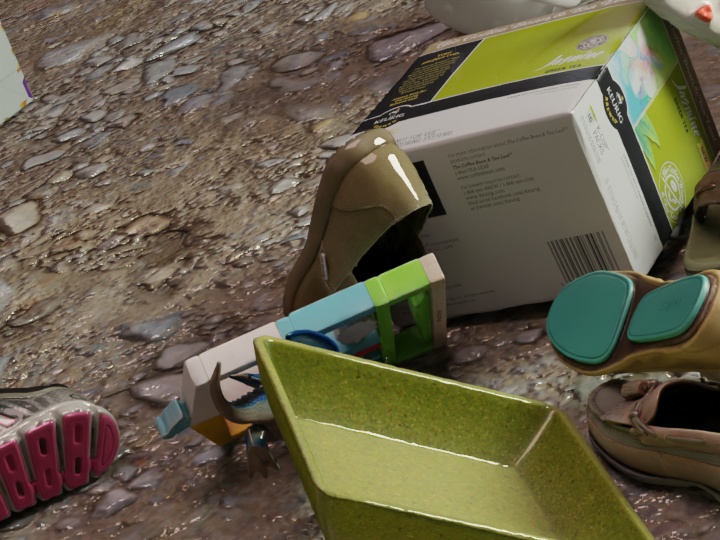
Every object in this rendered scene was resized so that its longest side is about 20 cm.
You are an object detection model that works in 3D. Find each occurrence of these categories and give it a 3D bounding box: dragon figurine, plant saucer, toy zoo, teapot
[{"bbox_3d":[-0.039,0.076,1.254,0.059,0.199,0.100,-35,47,27],"label":"dragon figurine"},{"bbox_3d":[0.043,0.114,1.124,0.198,0.048,0.200,14,18,-18],"label":"plant saucer"},{"bbox_3d":[-0.039,0.059,1.329,0.198,0.021,0.131,-24,-20,-5],"label":"toy zoo"},{"bbox_3d":[0.149,-0.285,1.835,0.145,0.198,0.201,22,68,5],"label":"teapot"}]

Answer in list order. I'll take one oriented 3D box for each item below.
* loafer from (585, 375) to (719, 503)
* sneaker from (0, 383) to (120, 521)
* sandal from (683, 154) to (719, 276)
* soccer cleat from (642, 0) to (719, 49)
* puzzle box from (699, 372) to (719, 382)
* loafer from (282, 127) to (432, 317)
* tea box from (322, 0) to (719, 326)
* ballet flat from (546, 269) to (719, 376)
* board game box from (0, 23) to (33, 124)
[{"bbox_3d":[0.189,0.084,1.140,0.072,0.063,0.200,-30,26,-20],"label":"loafer"},{"bbox_3d":[-0.263,0.129,1.410,0.198,0.074,0.087,-21,24,-11],"label":"sneaker"},{"bbox_3d":[0.247,-0.048,1.371,0.079,0.058,0.201,-14,25,16],"label":"sandal"},{"bbox_3d":[0.261,-0.171,1.421,0.078,0.198,0.070,150,138,-70],"label":"soccer cleat"},{"bbox_3d":[0.289,0.061,1.153,0.132,0.026,0.200,-27,25,-10],"label":"puzzle box"},{"bbox_3d":[0.000,0.000,1.352,0.076,0.201,0.067,-27,57,-27],"label":"loafer"},{"bbox_3d":[0.115,-0.079,1.433,0.199,0.134,0.197,-10,27,35],"label":"tea box"},{"bbox_3d":[0.172,0.038,1.209,0.069,0.063,0.200,-65,17,-8],"label":"ballet flat"},{"bbox_3d":[-0.461,-0.196,2.200,0.199,0.104,0.105,2,33,40],"label":"board game box"}]
